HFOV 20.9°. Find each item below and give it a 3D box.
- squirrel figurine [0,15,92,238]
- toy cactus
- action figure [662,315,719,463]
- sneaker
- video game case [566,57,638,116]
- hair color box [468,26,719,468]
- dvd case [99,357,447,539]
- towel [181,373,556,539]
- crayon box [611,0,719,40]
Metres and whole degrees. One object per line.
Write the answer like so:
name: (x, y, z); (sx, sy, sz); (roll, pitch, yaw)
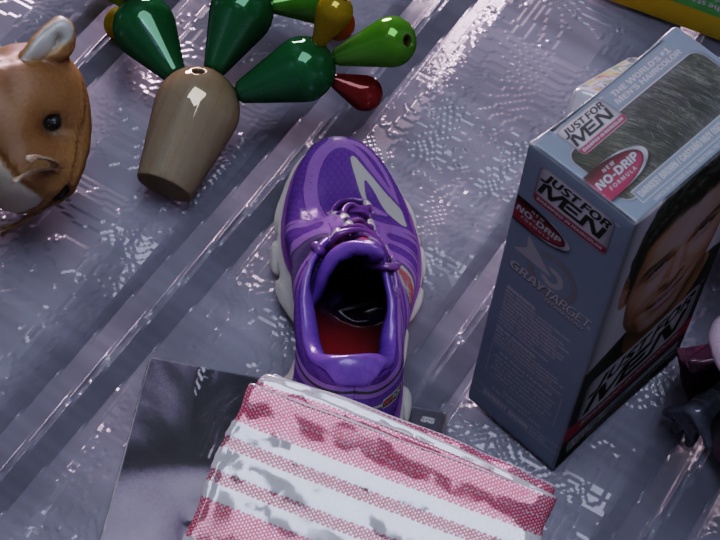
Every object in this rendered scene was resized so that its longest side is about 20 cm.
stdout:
squirrel figurine: (-0.233, -0.090, 0.959); (0.186, 0.142, 0.201); (-17, 61, -25)
toy cactus: (-0.075, -0.115, 1.033); (0.199, 0.102, 0.166); (20, 74, 6)
action figure: (0.240, 0.022, 0.925); (0.199, 0.149, 0.134); (-29, 55, -8)
sneaker: (0.000, 0.000, 0.941); (0.080, 0.084, 0.201); (2, 43, -7)
video game case: (0.214, -0.064, 0.978); (0.199, 0.023, 0.182); (18, 15, 12)
hair color box: (0.114, -0.005, 0.889); (0.061, 0.201, 0.099); (40, 60, 21)
dvd case: (-0.046, 0.137, 0.886); (0.148, 0.016, 0.201); (10, 54, 1)
towel: (-0.014, 0.158, 0.828); (0.145, 0.030, 0.201); (20, 76, 5)
crayon box: (0.236, -0.191, 1.052); (0.199, 0.173, 0.058); (22, 58, 10)
